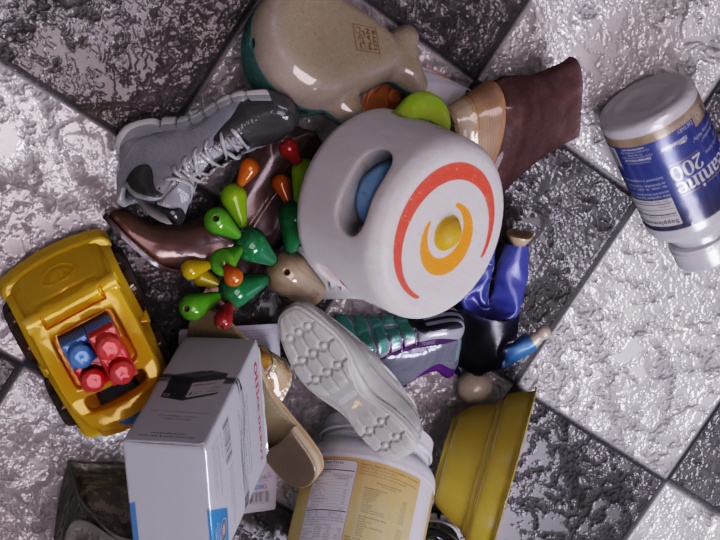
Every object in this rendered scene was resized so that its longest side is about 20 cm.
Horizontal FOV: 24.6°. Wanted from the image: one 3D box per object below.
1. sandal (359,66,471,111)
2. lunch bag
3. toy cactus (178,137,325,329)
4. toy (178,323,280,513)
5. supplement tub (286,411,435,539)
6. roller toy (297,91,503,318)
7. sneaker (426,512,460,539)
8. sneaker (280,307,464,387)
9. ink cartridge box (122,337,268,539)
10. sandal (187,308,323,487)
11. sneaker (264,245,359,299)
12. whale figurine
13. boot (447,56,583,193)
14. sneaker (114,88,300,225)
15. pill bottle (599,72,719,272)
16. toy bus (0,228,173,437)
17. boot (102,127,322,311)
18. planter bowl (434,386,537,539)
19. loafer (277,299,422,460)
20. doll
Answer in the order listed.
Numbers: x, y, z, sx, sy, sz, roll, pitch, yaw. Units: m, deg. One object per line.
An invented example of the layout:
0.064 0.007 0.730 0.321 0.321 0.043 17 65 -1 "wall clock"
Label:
0.097 -0.160 1.715 0.204 0.059 0.080 14 103 -22 "sandal"
-0.253 0.311 1.675 0.116 0.200 0.166 5 107 -20 "lunch bag"
-0.088 -0.016 1.633 0.165 0.102 0.201 39 80 -41 "toy cactus"
-0.145 0.157 1.739 0.114 0.047 0.203 -3 96 -28 "toy"
0.000 0.264 1.735 0.144 0.144 0.202 26 62 -24 "supplement tub"
0.044 -0.051 1.587 0.182 0.139 0.202 -31 128 -32 "roller toy"
0.030 0.310 1.831 0.197 0.087 0.075 4 106 -19 "sneaker"
0.015 0.096 1.760 0.197 0.075 0.088 -6 121 -5 "sneaker"
-0.155 0.174 1.583 0.083 0.200 0.147 3 116 11 "ink cartridge box"
-0.099 0.120 1.703 0.077 0.070 0.213 -28 99 35 "sandal"
0.000 0.000 1.728 0.197 0.071 0.074 -4 109 -15 "sneaker"
-0.030 -0.210 1.640 0.198 0.103 0.161 0 71 -36 "whale figurine"
0.163 -0.111 1.711 0.165 0.072 0.202 -21 128 -24 "boot"
-0.149 -0.097 1.581 0.198 0.117 0.075 -13 143 23 "sneaker"
0.345 -0.102 1.787 0.110 0.111 0.201 -32 114 -6 "pill bottle"
-0.250 0.086 1.608 0.135 0.192 0.202 -28 115 -9 "toy bus"
-0.137 -0.082 1.661 0.186 0.064 0.201 31 97 -33 "boot"
0.128 0.213 1.802 0.082 0.200 0.203 16 103 7 "planter bowl"
-0.010 0.105 1.672 0.070 0.070 0.201 -31 108 24 "loafer"
0.142 0.054 1.802 0.135 0.049 0.202 9 107 -4 "doll"
